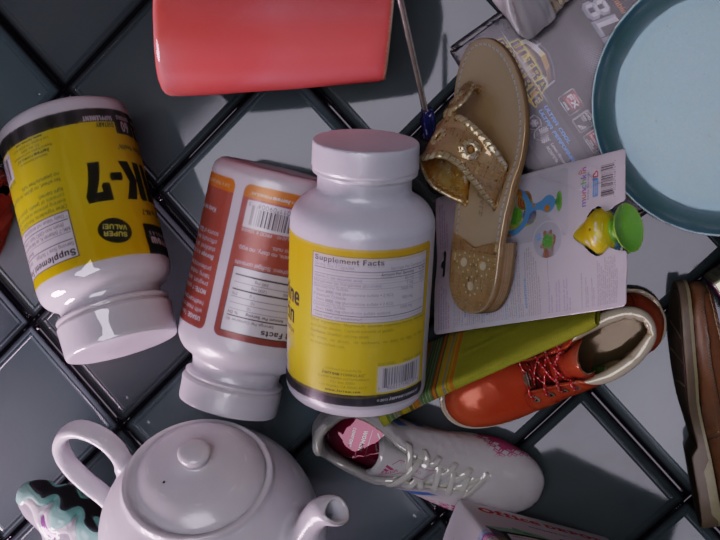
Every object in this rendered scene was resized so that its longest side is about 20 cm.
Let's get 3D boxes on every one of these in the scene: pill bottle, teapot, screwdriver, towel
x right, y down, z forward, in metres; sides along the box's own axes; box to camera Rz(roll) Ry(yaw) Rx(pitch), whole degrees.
[{"bbox_3d":[-0.088,0.015,1.017,0.111,0.112,0.202,15,97,10],"label":"pill bottle"},{"bbox_3d":[-0.128,0.189,0.984,0.198,0.198,0.147,-18,132,-13],"label":"teapot"},{"bbox_3d":[0.000,0.000,0.938,0.111,0.112,0.202,6,108,11],"label":"pill bottle"},{"bbox_3d":[-0.223,-0.032,1.024,0.113,0.114,0.202,-19,80,12],"label":"pill bottle"},{"bbox_3d":[0.052,-0.139,0.963,0.029,0.028,0.201,-18,133,-8],"label":"screwdriver"},{"bbox_3d":[0.103,0.062,0.976,0.199,0.086,0.018,-27,111,26],"label":"towel"}]

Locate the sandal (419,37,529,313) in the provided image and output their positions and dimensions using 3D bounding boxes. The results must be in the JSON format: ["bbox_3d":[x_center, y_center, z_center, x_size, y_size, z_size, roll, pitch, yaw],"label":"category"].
[{"bbox_3d":[0.078,-0.073,0.937,0.077,0.069,0.215,3,93,48],"label":"sandal"}]

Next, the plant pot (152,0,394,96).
[{"bbox_3d":[-0.060,-0.227,0.965,0.175,0.200,0.203,6,95,-1],"label":"plant pot"}]

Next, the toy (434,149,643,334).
[{"bbox_3d":[0.138,-0.015,0.962,0.199,0.047,0.117,-14,70,52],"label":"toy"}]

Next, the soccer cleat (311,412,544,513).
[{"bbox_3d":[0.051,0.161,1.012,0.198,0.086,0.071,15,97,10],"label":"soccer cleat"}]

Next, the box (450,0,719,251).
[{"bbox_3d":[0.205,-0.150,0.982,0.198,0.050,0.201,-33,88,12],"label":"box"}]

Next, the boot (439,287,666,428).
[{"bbox_3d":[0.147,0.073,0.979,0.199,0.107,0.076,-28,90,13],"label":"boot"}]

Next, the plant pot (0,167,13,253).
[{"bbox_3d":[-0.412,-0.056,1.046,0.194,0.201,0.202,26,98,0],"label":"plant pot"}]

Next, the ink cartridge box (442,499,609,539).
[{"bbox_3d":[0.149,0.256,0.924,0.143,0.200,0.085,17,95,-13],"label":"ink cartridge box"}]

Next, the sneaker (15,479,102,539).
[{"bbox_3d":[-0.242,0.286,1.083,0.199,0.078,0.141,33,98,8],"label":"sneaker"}]

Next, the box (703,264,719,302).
[{"bbox_3d":[0.393,0.029,0.931,0.199,0.097,0.177,-33,87,12],"label":"box"}]

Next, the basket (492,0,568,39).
[{"bbox_3d":[0.106,-0.302,0.928,0.123,0.136,0.201,-37,69,5],"label":"basket"}]

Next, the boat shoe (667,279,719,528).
[{"bbox_3d":[0.287,0.101,0.975,0.067,0.072,0.202,-9,102,8],"label":"boat shoe"}]

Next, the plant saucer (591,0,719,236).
[{"bbox_3d":[0.275,-0.128,0.933,0.198,0.027,0.203,1,96,11],"label":"plant saucer"}]
